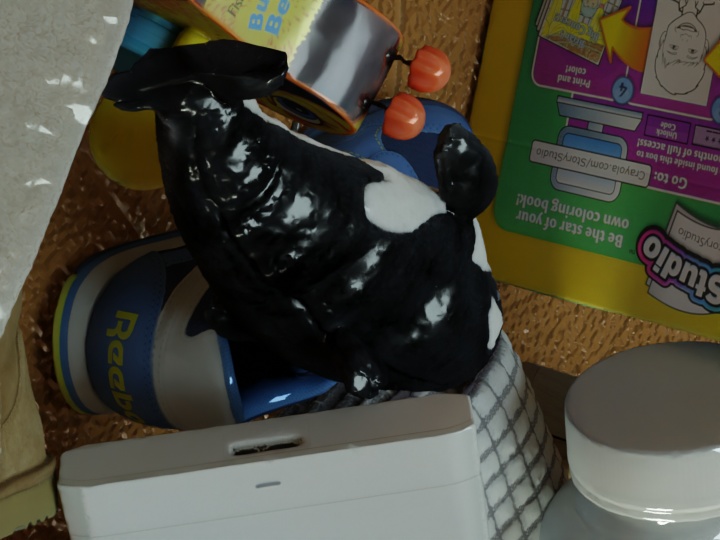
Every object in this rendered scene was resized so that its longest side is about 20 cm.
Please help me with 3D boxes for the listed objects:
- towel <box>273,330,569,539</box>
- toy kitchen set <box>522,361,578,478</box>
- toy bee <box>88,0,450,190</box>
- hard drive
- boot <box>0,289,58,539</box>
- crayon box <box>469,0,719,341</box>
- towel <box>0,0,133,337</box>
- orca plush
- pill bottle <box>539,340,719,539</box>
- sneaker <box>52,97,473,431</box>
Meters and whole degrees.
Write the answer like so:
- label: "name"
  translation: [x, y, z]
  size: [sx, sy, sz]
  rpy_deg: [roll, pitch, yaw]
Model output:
- label: "towel"
  translation: [0.001, 0.134, 0.964]
  size: [0.200, 0.085, 0.166]
  rpy_deg: [-46, 132, -30]
- label: "toy kitchen set"
  translation: [0.147, 0.169, 1.067]
  size: [0.200, 0.162, 0.181]
  rpy_deg: [36, 75, -46]
- label: "toy bee"
  translation: [-0.027, -0.086, 0.800]
  size: [0.199, 0.108, 0.132]
  rpy_deg: [4, 103, -56]
- label: "hard drive"
  translation: [-0.017, 0.139, 0.836]
  size: [0.131, 0.026, 0.201]
  rpy_deg: [-8, 119, 1]
- label: "boot"
  translation: [-0.149, -0.013, 0.727]
  size: [0.175, 0.066, 0.202]
  rpy_deg: [-28, 114, -71]
- label: "crayon box"
  translation: [0.136, -0.064, 0.958]
  size: [0.058, 0.199, 0.174]
  rpy_deg: [3, 99, -47]
- label: "towel"
  translation: [-0.144, -0.036, 0.671]
  size: [0.132, 0.034, 0.201]
  rpy_deg: [27, 67, -16]
- label: "orca plush"
  translation: [0.000, 0.000, 0.771]
  size: [0.105, 0.071, 0.200]
  rpy_deg: [-24, 147, 0]
- label: "pill bottle"
  translation: [0.125, 0.134, 0.955]
  size: [0.111, 0.111, 0.201]
  rpy_deg: [-30, 124, -37]
- label: "sneaker"
  translation: [-0.014, 0.002, 0.907]
  size: [0.200, 0.082, 0.074]
  rpy_deg: [-35, 123, -36]
